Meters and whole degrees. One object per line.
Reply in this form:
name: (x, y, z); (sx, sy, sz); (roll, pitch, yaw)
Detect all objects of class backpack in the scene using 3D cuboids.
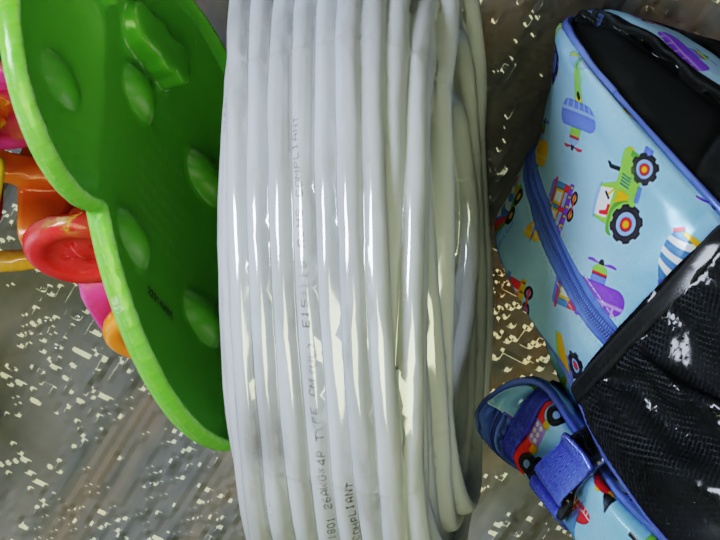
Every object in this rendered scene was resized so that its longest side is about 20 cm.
backpack: (0.117, 0.020, 0.777); (0.183, 0.200, 0.135); (11, 123, -52)

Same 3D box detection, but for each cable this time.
cable: (0.000, 0.000, 0.773); (0.069, 0.200, 0.200); (0, 130, 7)

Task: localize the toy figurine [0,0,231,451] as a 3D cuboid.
toy figurine: (-0.143, -0.014, 0.796); (0.184, 0.150, 0.200); (-11, 150, 17)
